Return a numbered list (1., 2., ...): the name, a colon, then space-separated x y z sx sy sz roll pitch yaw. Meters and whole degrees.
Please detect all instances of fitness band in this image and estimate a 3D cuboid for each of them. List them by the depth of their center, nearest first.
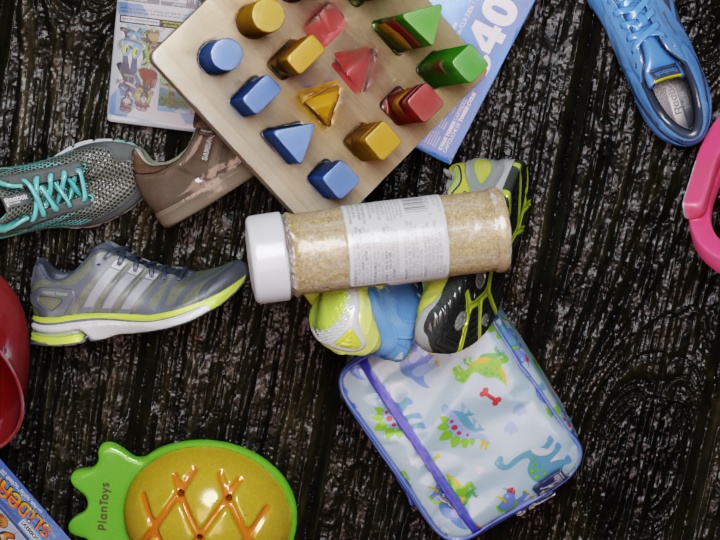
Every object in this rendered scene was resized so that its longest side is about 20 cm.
1. fitness band: 0.342 -0.070 1.251 0.143 0.200 0.037 9 143 24

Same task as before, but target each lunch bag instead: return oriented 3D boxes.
1. lunch bag: 0.085 0.124 1.338 0.161 0.082 0.200 -31 97 10

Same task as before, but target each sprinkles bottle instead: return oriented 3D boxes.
1. sprinkles bottle: 0.013 -0.020 1.185 0.200 0.068 0.068 -7 101 -5

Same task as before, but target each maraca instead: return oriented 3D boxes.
1. maraca: -0.155 0.211 1.348 0.200 0.107 0.137 5 99 1

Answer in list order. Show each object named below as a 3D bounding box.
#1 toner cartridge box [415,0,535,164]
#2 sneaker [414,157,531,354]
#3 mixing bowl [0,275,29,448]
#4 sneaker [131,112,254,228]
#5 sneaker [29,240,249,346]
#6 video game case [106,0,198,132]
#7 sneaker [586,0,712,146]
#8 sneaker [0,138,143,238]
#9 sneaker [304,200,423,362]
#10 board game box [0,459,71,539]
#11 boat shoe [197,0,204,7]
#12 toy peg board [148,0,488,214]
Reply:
1. toner cartridge box: 0.079 -0.199 1.294 0.095 0.043 0.200 26 101 -2
2. sneaker: 0.080 -0.012 1.277 0.076 0.200 0.075 7 139 25
3. mixing bowl: -0.359 0.053 1.307 0.200 0.108 0.200 9 132 10
4. sneaker: -0.098 -0.115 1.279 0.200 0.070 0.076 -33 95 2
5. sneaker: -0.195 0.012 1.331 0.200 0.074 0.081 -11 97 2
6. video game case: -0.108 -0.205 1.311 0.200 0.022 0.183 7 101 0
7. sneaker: 0.237 -0.196 1.273 0.066 0.078 0.200 -25 98 8
8. sneaker: -0.274 -0.060 1.308 0.200 0.091 0.078 -14 101 5
9. sneaker: 0.000 0.000 1.289 0.105 0.200 0.076 30 129 -33
10. board game box: -0.357 0.229 1.348 0.200 0.034 0.135 -32 102 36
11. boat shoe: -0.084 -0.252 1.255 0.074 0.066 0.200 32 99 -3
12. toy peg board: -0.020 -0.162 1.193 0.199 0.098 0.200 -46 104 -10
